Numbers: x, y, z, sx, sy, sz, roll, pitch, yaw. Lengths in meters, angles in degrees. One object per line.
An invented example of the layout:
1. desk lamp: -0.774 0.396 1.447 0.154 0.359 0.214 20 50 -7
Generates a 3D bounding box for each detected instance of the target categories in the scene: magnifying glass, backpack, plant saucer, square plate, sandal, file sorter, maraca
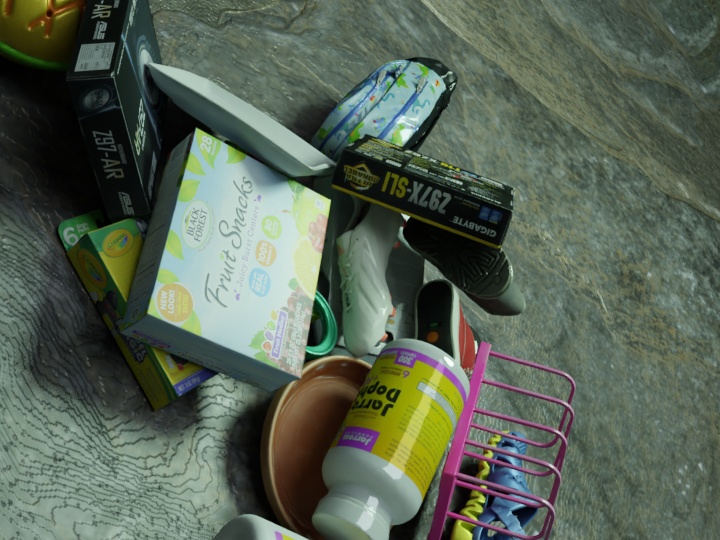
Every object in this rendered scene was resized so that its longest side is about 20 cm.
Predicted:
1. magnifying glass: -0.096 0.011 0.982 0.200 0.022 0.080 48 41 -13
2. backpack: 0.024 -0.187 1.234 0.153 0.163 0.202 33 51 -17
3. plant saucer: -0.024 0.192 0.981 0.198 0.032 0.204 10 75 -40
4. square plate: -0.120 -0.154 1.009 0.198 0.029 0.198 33 10 3
5. sandal: 0.175 0.278 1.125 0.201 0.086 0.080 -61 147 -44
6. file sorter: 0.161 0.211 1.042 0.123 0.141 0.201 15 41 10
7. maraca: -0.338 -0.273 0.905 0.199 0.106 0.139 33 50 -24

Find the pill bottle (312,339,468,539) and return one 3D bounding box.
1. pill bottle: 0.028 0.175 0.930 0.104 0.104 0.201 43 55 -19

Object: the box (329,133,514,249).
1. box: 0.076 -0.094 1.064 0.197 0.050 0.160 20 15 4

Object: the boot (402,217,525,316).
1. boot: 0.152 0.014 1.148 0.182 0.073 0.200 43 -2 43

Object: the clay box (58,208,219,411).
1. clay box: -0.199 0.020 0.916 0.114 0.047 0.202 -29 90 -52

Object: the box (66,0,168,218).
1. box: -0.230 -0.178 0.912 0.162 0.043 0.202 86 0 -45

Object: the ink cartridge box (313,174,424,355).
1. ink cartridge box: 0.009 0.001 1.129 0.161 0.057 0.204 18 74 -41

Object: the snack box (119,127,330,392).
1. snack box: -0.124 -0.008 0.906 0.167 0.067 0.203 27 55 -29

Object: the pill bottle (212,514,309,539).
1. pill bottle: -0.046 0.305 0.855 0.199 0.104 0.106 33 44 -29

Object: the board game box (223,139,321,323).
1. board game box: -0.111 -0.038 1.053 0.101 0.047 0.203 12 58 -43

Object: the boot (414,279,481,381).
1. boot: 0.107 0.133 1.131 0.145 0.071 0.203 56 36 -45

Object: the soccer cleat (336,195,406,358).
1. soccer cleat: 0.000 0.000 1.047 0.077 0.069 0.203 31 54 -30

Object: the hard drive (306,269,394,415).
1. hard drive: -0.010 0.084 1.100 0.138 0.033 0.203 14 57 -43
